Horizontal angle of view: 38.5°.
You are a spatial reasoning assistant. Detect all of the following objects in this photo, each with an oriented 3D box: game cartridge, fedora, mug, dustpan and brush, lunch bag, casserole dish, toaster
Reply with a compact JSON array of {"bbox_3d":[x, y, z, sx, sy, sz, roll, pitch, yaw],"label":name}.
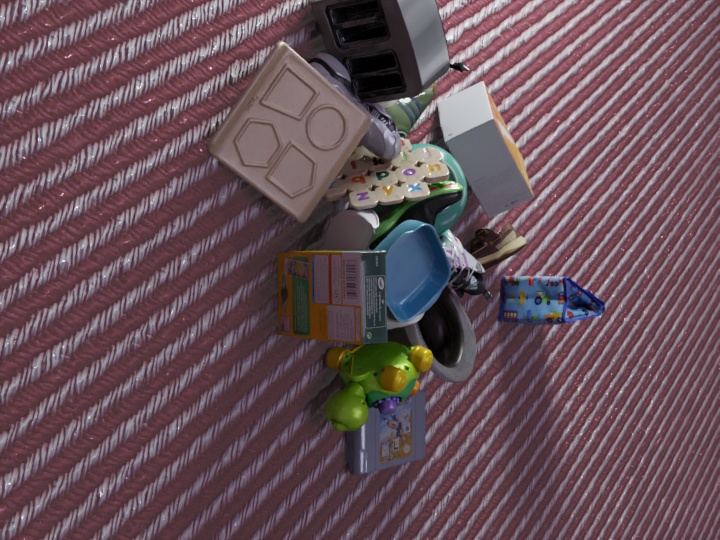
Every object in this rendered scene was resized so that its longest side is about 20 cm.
[{"bbox_3d":[0.047,0.262,1.737,0.199,0.041,0.135,-1,95,-53],"label":"game cartridge"},{"bbox_3d":[0.106,0.104,1.755,0.200,0.089,0.179,46,42,-33],"label":"fedora"},{"bbox_3d":[0.103,-0.113,1.682,0.150,0.114,0.188,-17,88,-20],"label":"mug"},{"bbox_3d":[-0.020,-0.055,1.557,0.057,0.201,0.141,6,122,-32],"label":"dustpan and brush"},{"bbox_3d":[0.395,0.070,2.097,0.199,0.149,0.096,13,80,-52],"label":"lunch bag"},{"bbox_3d":[0.070,-0.002,1.530,0.121,0.039,0.200,-44,147,-9],"label":"casserole dish"},{"bbox_3d":[0.037,-0.359,1.585,0.119,0.198,0.183,-48,127,-46],"label":"toaster"}]

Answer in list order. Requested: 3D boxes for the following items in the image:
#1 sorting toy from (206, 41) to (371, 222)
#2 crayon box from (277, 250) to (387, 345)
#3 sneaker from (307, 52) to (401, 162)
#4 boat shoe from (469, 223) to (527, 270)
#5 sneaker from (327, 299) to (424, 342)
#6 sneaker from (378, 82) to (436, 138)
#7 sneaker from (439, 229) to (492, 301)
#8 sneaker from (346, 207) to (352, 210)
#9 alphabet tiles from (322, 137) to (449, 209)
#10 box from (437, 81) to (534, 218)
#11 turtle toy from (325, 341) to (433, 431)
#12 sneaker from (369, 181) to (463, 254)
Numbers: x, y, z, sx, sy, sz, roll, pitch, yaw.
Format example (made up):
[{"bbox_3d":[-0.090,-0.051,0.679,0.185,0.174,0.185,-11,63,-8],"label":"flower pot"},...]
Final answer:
[{"bbox_3d":[-0.101,-0.195,1.471,0.199,0.036,0.186,37,87,-33],"label":"sorting toy"},{"bbox_3d":[-0.043,0.035,1.476,0.051,0.199,0.128,-3,93,-40],"label":"crayon box"},{"bbox_3d":[-0.033,-0.225,1.559,0.200,0.075,0.115,48,55,-4],"label":"sneaker"},{"bbox_3d":[0.238,-0.045,1.971,0.199,0.072,0.073,-24,79,-39],"label":"boat shoe"},{"bbox_3d":[0.012,0.067,1.605,0.198,0.082,0.075,-6,77,-43],"label":"sneaker"},{"bbox_3d":[0.063,-0.262,1.736,0.199,0.066,0.091,-27,123,-52],"label":"sneaker"},{"bbox_3d":[0.166,0.007,1.721,0.140,0.078,0.200,43,22,-5],"label":"sneaker"},{"bbox_3d":[0.000,0.000,1.644,0.079,0.073,0.203,-23,109,-44],"label":"sneaker"},{"bbox_3d":[0.032,-0.148,1.577,0.197,0.197,0.015,-106,-172,-56],"label":"alphabet tiles"},{"bbox_3d":[0.229,-0.219,1.883,0.201,0.096,0.125,54,21,-38],"label":"box"},{"bbox_3d":[0.017,0.176,1.620,0.199,0.144,0.103,-31,129,-46],"label":"turtle toy"},{"bbox_3d":[0.079,-0.067,1.589,0.084,0.199,0.077,51,10,-12],"label":"sneaker"}]
